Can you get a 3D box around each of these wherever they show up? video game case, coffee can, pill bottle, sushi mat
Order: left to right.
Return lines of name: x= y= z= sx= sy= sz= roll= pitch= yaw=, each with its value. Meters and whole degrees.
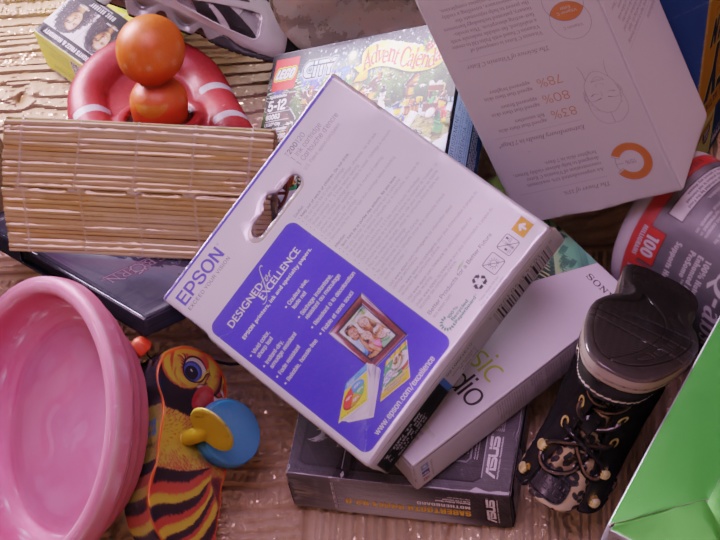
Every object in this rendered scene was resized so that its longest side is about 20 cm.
video game case: x=-0.162 y=-0.020 z=1.654 sx=0.142 sy=0.019 sz=0.199 roll=-26 pitch=36 yaw=-36
sushi mat: x=-0.155 y=-0.056 z=1.605 sx=0.198 sy=0.097 sz=0.012 roll=3 pitch=15 yaw=7
coffee can: x=0.014 y=-0.269 z=1.750 sx=0.145 sy=0.147 sz=0.201 roll=0 pitch=45 yaw=9
pill bottle: x=0.279 y=0.013 z=1.560 sx=0.199 sy=0.116 sz=0.116 roll=34 pitch=68 yaw=27

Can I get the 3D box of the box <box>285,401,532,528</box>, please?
box: x=0.043 y=0.074 z=1.600 sx=0.157 sy=0.048 sz=0.201 roll=4 pitch=57 yaw=11

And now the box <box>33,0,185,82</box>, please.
box: x=-0.163 y=-0.224 z=1.830 sx=0.075 sy=0.050 sz=0.200 roll=36 pitch=68 yaw=28

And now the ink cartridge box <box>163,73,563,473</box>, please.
ink cartridge box: x=0.000 y=0.000 z=1.530 sx=0.200 sy=0.043 sz=0.199 roll=37 pitch=88 yaw=25

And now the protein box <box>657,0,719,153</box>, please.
protein box: x=0.173 y=-0.200 z=1.647 sx=0.197 sy=0.201 sz=0.135 roll=15 pitch=39 yaw=18

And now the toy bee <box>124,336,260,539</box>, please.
toy bee: x=-0.129 y=0.100 z=1.577 sx=0.131 sy=0.108 sz=0.201 roll=-40 pitch=30 yaw=36

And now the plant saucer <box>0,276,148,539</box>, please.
plant saucer: x=-0.207 y=0.106 z=1.565 sx=0.051 sy=0.201 sz=0.201 roll=7 pitch=43 yaw=-41

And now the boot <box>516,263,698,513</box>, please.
boot: x=0.154 y=0.088 z=1.469 sx=0.073 sy=0.151 sz=0.200 roll=26 pitch=20 yaw=3

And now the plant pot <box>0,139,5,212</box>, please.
plant pot: x=-0.377 y=-0.113 z=1.703 sx=0.185 sy=0.201 sz=0.189 roll=-4 pitch=57 yaw=7

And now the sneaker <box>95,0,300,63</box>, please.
sneaker: x=-0.099 y=-0.218 z=1.754 sx=0.198 sy=0.089 sz=0.074 roll=17 pitch=16 yaw=-14

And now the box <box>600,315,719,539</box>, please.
box: x=0.224 y=0.135 z=1.448 sx=0.096 sy=0.177 sz=0.201 roll=27 pitch=63 yaw=12

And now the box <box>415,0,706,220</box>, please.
box: x=0.135 y=-0.148 z=1.537 sx=0.124 sy=0.201 sz=0.098 roll=-12 pitch=30 yaw=29

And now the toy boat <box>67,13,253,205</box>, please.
toy boat: x=-0.150 y=-0.127 z=1.688 sx=0.129 sy=0.132 sz=0.200 roll=-12 pitch=31 yaw=-12

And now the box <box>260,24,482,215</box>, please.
box: x=0.005 y=-0.099 z=1.648 sx=0.199 sy=0.038 sz=0.138 roll=-6 pitch=68 yaw=44

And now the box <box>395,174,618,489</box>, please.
box: x=0.069 y=0.038 z=1.569 sx=0.199 sy=0.036 sz=0.144 roll=-36 pitch=59 yaw=-17
